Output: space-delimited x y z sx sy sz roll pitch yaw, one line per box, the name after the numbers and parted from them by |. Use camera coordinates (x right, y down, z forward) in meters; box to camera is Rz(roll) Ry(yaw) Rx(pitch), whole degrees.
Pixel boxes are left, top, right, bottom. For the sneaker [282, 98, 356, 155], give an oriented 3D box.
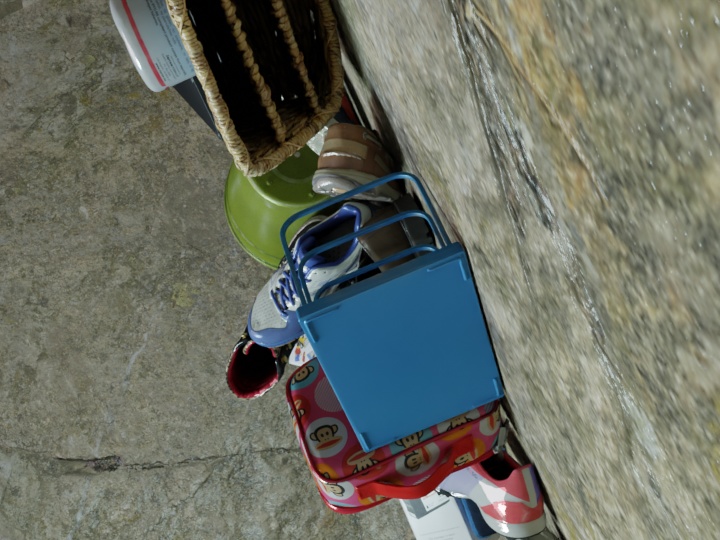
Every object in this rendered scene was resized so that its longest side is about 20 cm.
-0.046 -0.191 1.071 0.199 0.085 0.075 39 159 4 | sneaker

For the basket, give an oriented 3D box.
-0.087 -0.211 0.872 0.149 0.141 0.201 -122 10 -60 | basket

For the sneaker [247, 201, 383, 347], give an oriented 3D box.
-0.056 -0.002 1.006 0.075 0.200 0.088 50 -168 24 | sneaker

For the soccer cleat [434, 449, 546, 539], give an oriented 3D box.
0.117 0.201 0.992 0.200 0.068 0.074 23 121 61 | soccer cleat

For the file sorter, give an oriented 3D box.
0.027 0.036 0.853 0.201 0.137 0.123 68 -179 -46 | file sorter

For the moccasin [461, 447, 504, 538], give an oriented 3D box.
0.138 0.223 1.140 0.081 0.067 0.201 -103 -7 -56 | moccasin

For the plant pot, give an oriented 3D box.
-0.076 -0.115 1.197 0.193 0.199 0.202 108 138 -78 | plant pot

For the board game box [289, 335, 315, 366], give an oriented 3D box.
-0.010 0.062 1.166 0.199 0.034 0.128 6 90 50 | board game box

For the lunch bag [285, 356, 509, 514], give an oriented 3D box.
0.037 0.143 0.944 0.177 0.198 0.082 -115 6 -46 | lunch bag

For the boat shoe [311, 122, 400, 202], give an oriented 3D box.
0.002 -0.105 0.953 0.200 0.075 0.073 -16 -70 -84 | boat shoe

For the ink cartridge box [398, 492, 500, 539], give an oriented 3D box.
0.110 0.261 1.262 0.144 0.084 0.202 -30 -82 -61 | ink cartridge box

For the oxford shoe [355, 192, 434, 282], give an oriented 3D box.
0.034 0.000 0.983 0.073 0.084 0.201 62 178 34 | oxford shoe

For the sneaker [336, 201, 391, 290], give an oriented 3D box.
0.000 0.000 1.065 0.071 0.082 0.202 -126 50 -81 | sneaker

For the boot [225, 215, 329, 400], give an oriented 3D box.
-0.086 0.045 1.116 0.073 0.200 0.151 32 -143 -7 | boot

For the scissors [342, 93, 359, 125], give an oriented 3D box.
0.002 -0.146 1.127 0.073 0.014 0.201 70 177 -58 | scissors

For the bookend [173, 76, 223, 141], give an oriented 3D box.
-0.138 -0.280 1.179 0.200 0.198 0.093 47 165 47 | bookend

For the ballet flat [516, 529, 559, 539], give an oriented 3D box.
0.171 0.288 0.969 0.200 0.072 0.074 64 -178 -78 | ballet flat

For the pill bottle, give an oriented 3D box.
-0.154 -0.278 1.031 0.109 0.198 0.110 155 90 -88 | pill bottle
